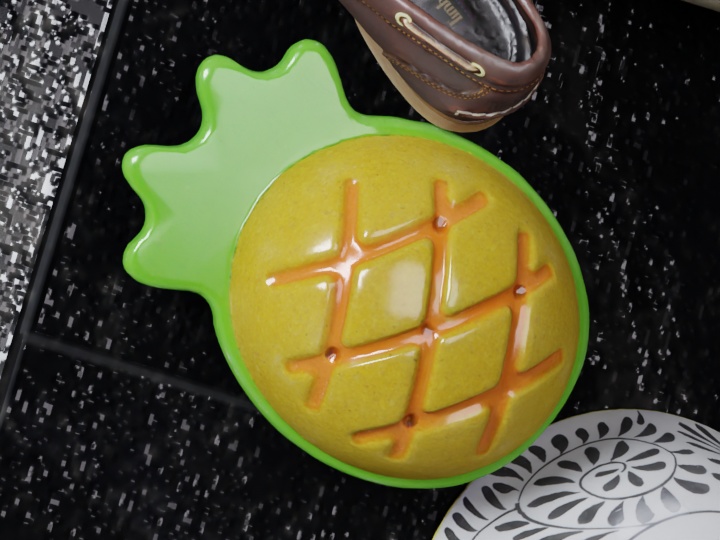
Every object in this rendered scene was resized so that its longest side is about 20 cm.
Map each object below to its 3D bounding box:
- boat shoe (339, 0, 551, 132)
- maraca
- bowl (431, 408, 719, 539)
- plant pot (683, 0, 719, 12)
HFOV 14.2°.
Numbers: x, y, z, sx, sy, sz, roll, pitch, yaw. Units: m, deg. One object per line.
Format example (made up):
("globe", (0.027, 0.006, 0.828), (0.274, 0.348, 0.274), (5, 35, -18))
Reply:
("boat shoe", (0.000, -0.142, 1.088), (0.070, 0.070, 0.200), (-43, 88, -16))
("maraca", (0.000, 0.000, 1.122), (0.200, 0.107, 0.137), (40, 87, -15))
("bowl", (0.127, 0.157, 1.179), (0.200, 0.094, 0.201), (0, 89, -20))
("plant pot", (0.129, -0.188, 1.144), (0.183, 0.200, 0.201), (9, 87, -10))
